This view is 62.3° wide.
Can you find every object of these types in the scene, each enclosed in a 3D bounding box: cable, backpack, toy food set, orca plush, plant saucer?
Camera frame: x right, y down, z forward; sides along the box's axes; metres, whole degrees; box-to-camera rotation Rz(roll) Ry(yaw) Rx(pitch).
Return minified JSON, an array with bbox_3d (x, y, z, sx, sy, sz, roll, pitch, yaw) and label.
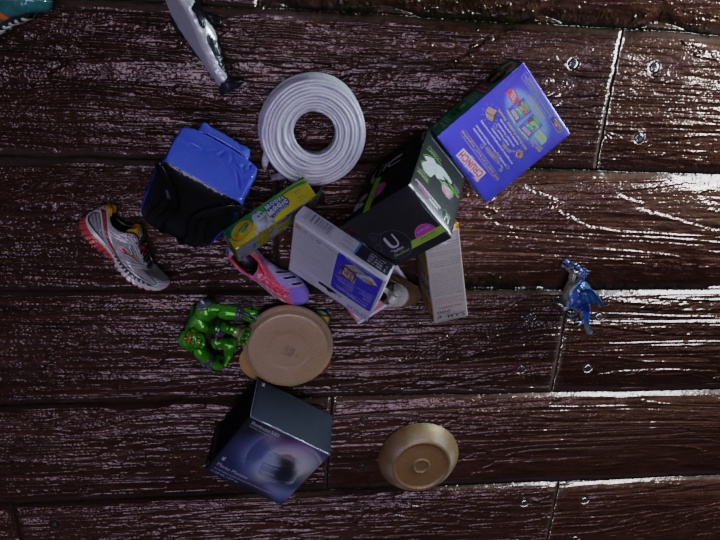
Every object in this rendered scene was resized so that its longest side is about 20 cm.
[{"bbox_3d":[-0.088,-0.257,1.093,0.198,0.069,0.202,-3,112,-5],"label":"cable"},{"bbox_3d":[-0.285,-0.144,1.068,0.162,0.169,0.200,32,138,-14],"label":"backpack"},{"bbox_3d":[-0.152,0.162,1.269,0.196,0.049,0.201,11,110,-11],"label":"toy food set"},{"bbox_3d":[-0.254,-0.409,1.011,0.071,0.105,0.201,-41,103,-26],"label":"orca plush"},{"bbox_3d":[0.143,0.461,1.433,0.198,0.035,0.202,-2,113,-6],"label":"plant saucer"}]

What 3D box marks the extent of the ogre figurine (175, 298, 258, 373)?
[{"bbox_3d":[-0.299,0.126,1.213,0.119,0.099,0.200,26,146,-18],"label":"ogre figurine"}]

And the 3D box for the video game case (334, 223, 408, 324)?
[{"bbox_3d":[0.000,0.000,1.237,0.142,0.017,0.201,-33,112,7],"label":"video game case"}]

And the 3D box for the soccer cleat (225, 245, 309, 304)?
[{"bbox_3d":[-0.185,0.012,1.187,0.200,0.077,0.067,41,104,-19],"label":"soccer cleat"}]

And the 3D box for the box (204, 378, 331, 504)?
[{"bbox_3d":[-0.197,0.374,1.294,0.199,0.124,0.199,31,115,-18],"label":"box"}]

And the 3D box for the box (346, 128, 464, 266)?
[{"bbox_3d":[0.086,-0.129,1.074,0.148,0.201,0.124,-29,115,34],"label":"box"}]

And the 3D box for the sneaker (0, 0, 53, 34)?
[{"bbox_3d":[-0.596,-0.413,0.973,0.198,0.072,0.080,-4,117,1],"label":"sneaker"}]

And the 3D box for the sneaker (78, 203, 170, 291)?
[{"bbox_3d":[-0.437,-0.040,1.136,0.082,0.078,0.200,-38,112,8],"label":"sneaker"}]

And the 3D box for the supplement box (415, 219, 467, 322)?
[{"bbox_3d":[0.155,-0.015,1.191,0.073,0.126,0.201,-11,112,-3],"label":"supplement box"}]

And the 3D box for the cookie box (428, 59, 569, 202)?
[{"bbox_3d":[0.260,-0.263,1.128,0.200,0.075,0.171,-39,112,9],"label":"cookie box"}]

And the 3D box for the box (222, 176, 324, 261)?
[{"bbox_3d":[-0.154,-0.100,1.087,0.199,0.117,0.049,-34,88,-13],"label":"box"}]

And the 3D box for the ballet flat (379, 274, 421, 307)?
[{"bbox_3d":[0.040,0.033,1.206,0.199,0.072,0.068,29,107,-17],"label":"ballet flat"}]

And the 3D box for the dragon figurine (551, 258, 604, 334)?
[{"bbox_3d":[0.488,0.064,1.298,0.099,0.059,0.200,-42,109,11],"label":"dragon figurine"}]

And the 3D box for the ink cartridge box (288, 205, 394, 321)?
[{"bbox_3d":[-0.043,-0.007,1.114,0.197,0.200,0.043,33,63,6],"label":"ink cartridge box"}]
